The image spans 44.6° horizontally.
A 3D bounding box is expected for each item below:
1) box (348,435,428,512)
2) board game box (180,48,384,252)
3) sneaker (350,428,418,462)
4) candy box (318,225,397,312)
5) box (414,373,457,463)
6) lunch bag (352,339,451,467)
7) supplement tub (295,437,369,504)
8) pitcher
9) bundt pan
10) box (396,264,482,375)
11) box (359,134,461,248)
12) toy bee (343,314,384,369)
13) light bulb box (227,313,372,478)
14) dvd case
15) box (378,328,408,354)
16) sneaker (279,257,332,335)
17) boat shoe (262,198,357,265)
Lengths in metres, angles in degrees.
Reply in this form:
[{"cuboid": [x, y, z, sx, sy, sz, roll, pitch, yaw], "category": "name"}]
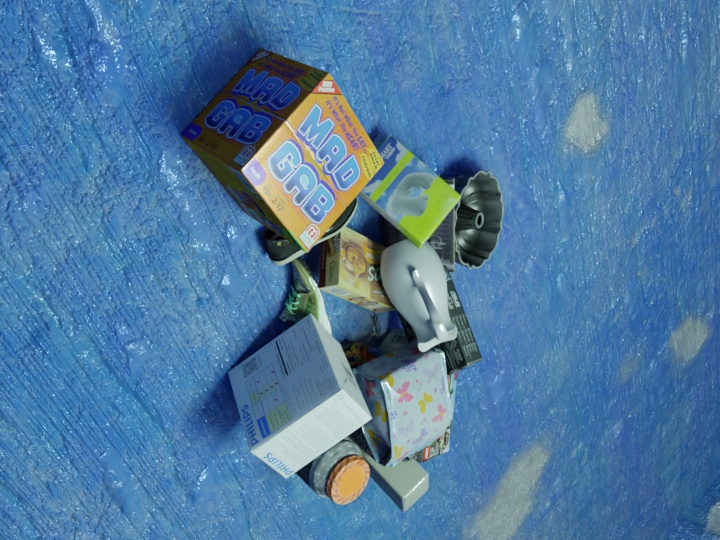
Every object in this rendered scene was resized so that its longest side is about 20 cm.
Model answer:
[{"cuboid": [0.051, 0.402, 1.859, 0.077, 0.200, 0.096, -38, 153, -19], "category": "box"}, {"cuboid": [-0.124, -0.195, 1.411, 0.201, 0.198, 0.201, -49, 134, -11], "category": "board game box"}, {"cuboid": [0.027, 0.337, 1.796, 0.080, 0.195, 0.097, 94, 9, -53], "category": "sneaker"}, {"cuboid": [0.000, 0.000, 1.678, 0.199, 0.054, 0.118, 25, 63, -51], "category": "candy box"}, {"cuboid": [0.159, 0.301, 1.901, 0.136, 0.037, 0.206, -3, 101, -59], "category": "box"}, {"cuboid": [0.083, 0.265, 1.727, 0.167, 0.126, 0.205, -22, 110, -31], "category": "lunch bag"}, {"cuboid": [-0.077, 0.366, 1.738, 0.121, 0.199, 0.125, -19, 124, -32], "category": "supplement tub"}, {"cuboid": [0.113, 0.040, 1.633, 0.119, 0.204, 0.172, -21, 172, -5], "category": "pitcher"}, {"cuboid": [0.218, -0.108, 1.826, 0.200, 0.075, 0.207, -16, 110, -49], "category": "bundt pan"}, {"cuboid": [0.150, 0.112, 1.766, 0.043, 0.160, 0.204, -13, 76, -34], "category": "box"}, {"cuboid": [0.074, -0.153, 1.622, 0.122, 0.199, 0.048, -49, 174, -10], "category": "box"}, {"cuboid": [-0.002, 0.188, 1.793, 0.131, 0.106, 0.206, -31, 116, -76], "category": "toy bee"}, {"cuboid": [-0.114, 0.227, 1.601, 0.198, 0.200, 0.125, -34, 134, 7], "category": "light bulb box"}, {"cuboid": [0.114, -0.091, 1.731, 0.016, 0.145, 0.204, -65, 156, -56], "category": "dvd case"}, {"cuboid": [0.106, 0.226, 1.905, 0.069, 0.081, 0.203, -53, 141, -39], "category": "box"}, {"cuboid": [-0.114, 0.065, 1.653, 0.087, 0.077, 0.204, -21, 121, -10], "category": "sneaker"}, {"cuboid": [-0.088, -0.090, 1.586, 0.200, 0.073, 0.064, -35, 138, -18], "category": "boat shoe"}]
